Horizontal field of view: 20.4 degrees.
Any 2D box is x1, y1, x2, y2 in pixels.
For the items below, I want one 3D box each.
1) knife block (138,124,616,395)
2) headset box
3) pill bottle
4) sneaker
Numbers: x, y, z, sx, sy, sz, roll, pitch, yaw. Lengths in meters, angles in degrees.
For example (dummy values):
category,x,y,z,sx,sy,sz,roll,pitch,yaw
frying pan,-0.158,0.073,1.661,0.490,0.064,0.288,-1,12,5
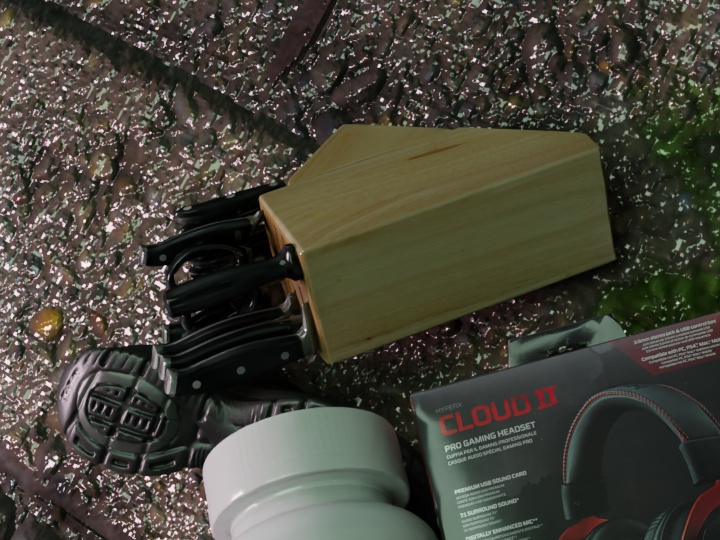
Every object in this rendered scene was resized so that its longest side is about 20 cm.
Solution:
category,x,y,z,sx,sy,sz,roll,pitch,yaw
knife block,0.000,0.000,0.938,0.198,0.064,0.176,5,35,28
headset box,0.112,0.118,0.873,0.147,0.075,0.202,-14,67,5
pill bottle,-0.008,0.169,0.855,0.109,0.109,0.201,-24,59,19
sneaker,-0.046,0.078,0.989,0.199,0.091,0.076,23,105,9
